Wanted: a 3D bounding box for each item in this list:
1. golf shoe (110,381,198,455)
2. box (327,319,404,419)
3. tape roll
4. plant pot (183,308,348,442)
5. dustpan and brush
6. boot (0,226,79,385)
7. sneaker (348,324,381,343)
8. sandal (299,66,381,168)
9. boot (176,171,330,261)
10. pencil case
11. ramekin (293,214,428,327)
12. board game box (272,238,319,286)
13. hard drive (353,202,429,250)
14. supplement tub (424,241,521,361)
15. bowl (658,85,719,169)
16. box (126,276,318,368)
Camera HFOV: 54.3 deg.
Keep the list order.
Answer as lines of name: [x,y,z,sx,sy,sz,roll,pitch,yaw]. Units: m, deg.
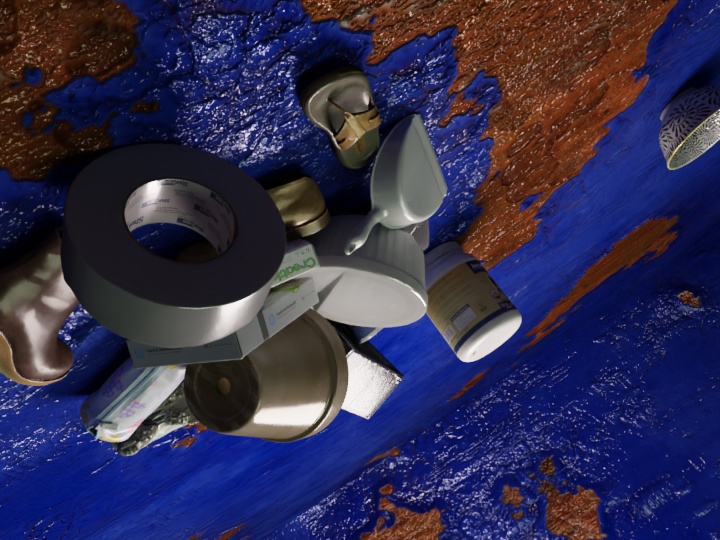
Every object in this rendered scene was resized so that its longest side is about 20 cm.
golf shoe: [-0.320,0.235,1.169,0.200,0.078,0.097,-24,175,-20]
box: [-0.041,0.152,1.198,0.104,0.148,0.200,-50,143,3]
tape roll: [-0.174,-0.028,0.663,0.200,0.200,0.066,-18,152,-36]
plant pot: [-0.139,0.147,0.950,0.200,0.200,0.173,-43,165,18]
dustpan and brush: [0.039,-0.091,0.908,0.200,0.057,0.140,-61,138,-38]
boot: [-0.326,0.045,0.757,0.166,0.072,0.200,-34,154,1]
sneaker: [-0.010,0.044,1.195,0.080,0.115,0.199,-34,-173,1]
sandal: [-0.010,-0.165,0.813,0.082,0.055,0.200,-34,157,-3]
boot: [-0.139,-0.059,0.856,0.200,0.074,0.076,-26,126,-10]
pencil case: [-0.307,0.156,0.987,0.200,0.083,0.091,-43,170,17]
ramekin: [0.000,0.000,0.997,0.202,0.094,0.202,8,155,4]
board game box: [-0.159,0.012,0.867,0.200,0.035,0.126,-24,-167,-12]
hard drive: [0.043,-0.057,1.112,0.135,0.042,0.200,-34,156,-5]
supplement tub: [0.195,0.058,1.343,0.144,0.200,0.144,-29,157,-14]
bowl: [0.682,-0.311,1.439,0.200,0.094,0.201,-29,157,-14]
box: [-0.164,0.061,0.877,0.156,0.041,0.200,-8,-168,25]
